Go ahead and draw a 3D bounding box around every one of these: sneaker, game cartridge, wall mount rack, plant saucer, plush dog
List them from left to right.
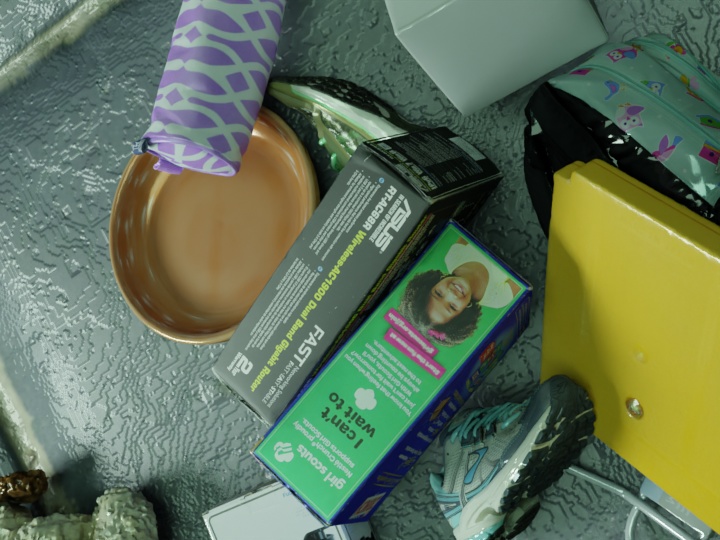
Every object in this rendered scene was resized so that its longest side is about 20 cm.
[{"bbox_3d":[-0.285,0.271,0.940,0.171,0.160,0.202,17,99,41],"label":"plush dog"},{"bbox_3d":[-0.116,-0.039,0.889,0.198,0.037,0.202,-5,78,26],"label":"plant saucer"},{"bbox_3d":[0.000,-0.086,0.851,0.199,0.077,0.089,33,111,17],"label":"sneaker"},{"bbox_3d":[0.095,0.131,0.787,0.086,0.077,0.201,50,142,25],"label":"sneaker"},{"bbox_3d":[0.210,0.116,0.788,0.173,0.074,0.202,33,103,46],"label":"wall mount rack"},{"bbox_3d":[0.185,0.046,0.683,0.176,0.032,0.201,39,144,41],"label":"game cartridge"}]

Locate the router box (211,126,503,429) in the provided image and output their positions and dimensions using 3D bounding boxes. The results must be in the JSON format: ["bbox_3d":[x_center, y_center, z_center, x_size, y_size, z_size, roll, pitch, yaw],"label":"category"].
[{"bbox_3d":[0.000,0.000,0.755,0.062,0.150,0.201,40,114,12],"label":"router box"}]

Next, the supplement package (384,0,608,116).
[{"bbox_3d":[0.073,-0.234,0.754,0.117,0.117,0.202,-26,58,18],"label":"supplement package"}]

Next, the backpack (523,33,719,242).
[{"bbox_3d":[0.201,-0.059,0.731,0.126,0.168,0.200,-29,63,-24],"label":"backpack"}]

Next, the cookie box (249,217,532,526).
[{"bbox_3d":[0.030,0.079,0.767,0.075,0.171,0.200,39,86,14],"label":"cookie box"}]

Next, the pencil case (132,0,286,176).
[{"bbox_3d":[-0.110,-0.169,0.853,0.083,0.085,0.202,21,78,-24],"label":"pencil case"}]

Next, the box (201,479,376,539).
[{"bbox_3d":[-0.034,0.263,0.883,0.116,0.060,0.202,-26,84,18],"label":"box"}]
